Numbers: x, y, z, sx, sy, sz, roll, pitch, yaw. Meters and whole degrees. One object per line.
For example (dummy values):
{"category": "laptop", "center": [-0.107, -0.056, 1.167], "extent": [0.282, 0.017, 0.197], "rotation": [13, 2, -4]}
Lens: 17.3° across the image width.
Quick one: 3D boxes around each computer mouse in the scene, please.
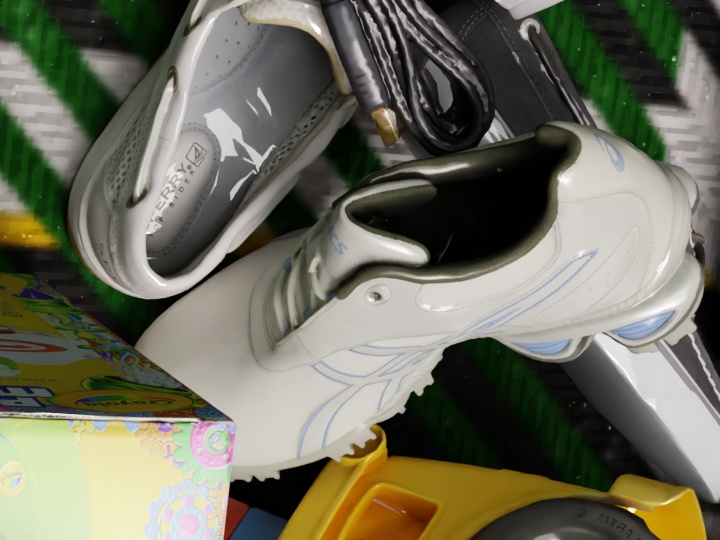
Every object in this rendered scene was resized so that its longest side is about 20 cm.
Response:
{"category": "computer mouse", "center": [0.057, -0.122, 0.740], "extent": [0.200, 0.044, 0.110], "rotation": [-39, 111, -37]}

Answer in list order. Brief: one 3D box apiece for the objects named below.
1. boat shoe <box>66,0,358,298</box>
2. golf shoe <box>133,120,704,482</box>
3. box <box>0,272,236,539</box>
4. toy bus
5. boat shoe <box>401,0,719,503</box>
{"category": "boat shoe", "center": [-0.019, -0.077, 0.738], "extent": [0.071, 0.069, 0.201], "rotation": [29, 87, -22]}
{"category": "golf shoe", "center": [0.000, 0.000, 0.712], "extent": [0.199, 0.079, 0.097], "rotation": [-22, 150, 20]}
{"category": "box", "center": [-0.162, 0.071, 0.637], "extent": [0.198, 0.192, 0.123], "rotation": [4, 99, -23]}
{"category": "toy bus", "center": [-0.003, 0.147, 0.727], "extent": [0.136, 0.191, 0.201], "rotation": [83, 30, -48]}
{"category": "boat shoe", "center": [0.083, -0.011, 0.802], "extent": [0.066, 0.070, 0.200], "rotation": [-41, 105, -10]}
